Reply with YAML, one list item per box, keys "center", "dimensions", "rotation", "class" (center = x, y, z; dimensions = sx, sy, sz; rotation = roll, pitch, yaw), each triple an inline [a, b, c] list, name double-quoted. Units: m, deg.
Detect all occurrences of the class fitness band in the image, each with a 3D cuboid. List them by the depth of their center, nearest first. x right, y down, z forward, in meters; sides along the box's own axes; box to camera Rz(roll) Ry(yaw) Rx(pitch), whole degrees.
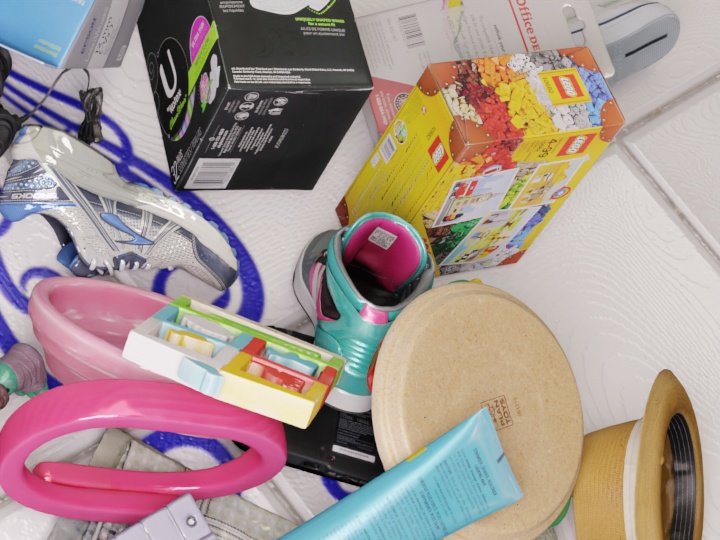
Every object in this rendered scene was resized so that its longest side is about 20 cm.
- center: [-0.146, 0.123, 1.560]
  dimensions: [0.199, 0.144, 0.038]
  rotation: [7, 57, -27]
  class: "fitness band"

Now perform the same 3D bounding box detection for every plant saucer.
- center: [-0.142, 0.065, 1.643]
  dimensions: [0.199, 0.051, 0.201]
  rotation: [20, 12, -4]
  class: "plant saucer"

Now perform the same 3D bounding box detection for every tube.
- center: [0.013, 0.172, 1.579]
  dimensions: [0.199, 0.078, 0.050]
  rotation: [-29, 33, -7]
  class: "tube"

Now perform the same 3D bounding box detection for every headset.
- center: [-0.292, -0.120, 1.750]
  dimensions: [0.198, 0.094, 0.124]
  rotation: [-4, 59, -10]
  class: "headset"

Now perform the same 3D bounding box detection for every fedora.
- center: [0.204, 0.169, 1.756]
  dimensions: [0.081, 0.201, 0.202]
  rotation: [-2, 50, 19]
  class: "fedora"

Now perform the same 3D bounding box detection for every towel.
- center: [-0.125, 0.219, 1.616]
  dimensions: [0.199, 0.035, 0.193]
  rotation: [27, 52, -7]
  class: "towel"

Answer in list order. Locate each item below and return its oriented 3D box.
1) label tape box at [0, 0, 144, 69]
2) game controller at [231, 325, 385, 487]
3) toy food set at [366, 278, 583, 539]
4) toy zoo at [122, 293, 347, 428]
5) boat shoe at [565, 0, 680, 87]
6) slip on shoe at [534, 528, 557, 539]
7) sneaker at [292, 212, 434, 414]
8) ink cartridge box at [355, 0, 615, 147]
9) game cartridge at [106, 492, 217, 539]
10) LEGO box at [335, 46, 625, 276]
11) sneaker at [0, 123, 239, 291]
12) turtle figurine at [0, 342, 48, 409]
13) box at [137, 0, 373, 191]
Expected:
- center: [-0.255, -0.205, 1.724]
  dimensions: [0.142, 0.067, 0.200]
  rotation: [24, 7, 7]
  class: "label tape box"
- center: [-0.004, 0.110, 1.751]
  dimensions: [0.199, 0.042, 0.105]
  rotation: [17, 68, -15]
  class: "game controller"
- center: [0.085, 0.107, 1.670]
  dimensions: [0.198, 0.049, 0.201]
  rotation: [-36, 101, -37]
  class: "toy food set"
- center: [-0.084, 0.061, 1.571]
  dimensions: [0.130, 0.021, 0.200]
  rotation: [21, 10, 3]
  class: "toy zoo"
- center: [0.186, -0.186, 2.024]
  dimensions: [0.199, 0.074, 0.067]
  rotation: [-22, 41, -33]
  class: "boat shoe"
- center: [0.066, 0.202, 1.704]
  dimensions: [0.199, 0.061, 0.075]
  rotation: [5, 75, -37]
  class: "slip on shoe"
- center: [0.000, 0.000, 1.735]
  dimensions: [0.083, 0.121, 0.201]
  rotation: [15, 32, -17]
  class: "sneaker"
- center: [0.098, -0.165, 1.910]
  dimensions: [0.198, 0.068, 0.117]
  rotation: [-14, 64, -5]
  class: "ink cartridge box"
- center: [-0.118, 0.265, 1.545]
  dimensions: [0.129, 0.038, 0.201]
  rotation: [-29, 87, -28]
  class: "game cartridge"
- center: [0.089, -0.079, 1.811]
  dimensions: [0.148, 0.200, 0.078]
  rotation: [-9, 63, -30]
  class: "LEGO box"
- center: [-0.183, -0.027, 1.732]
  dimensions: [0.199, 0.077, 0.086]
  rotation: [30, 78, -21]
  class: "sneaker"
- center: [-0.301, 0.106, 1.568]
  dimensions: [0.150, 0.101, 0.200]
  rotation: [41, 43, -1]
  class: "turtle figurine"
- center: [-0.090, -0.183, 1.824]
  dimensions: [0.123, 0.149, 0.201]
  rotation: [-1, 60, -24]
  class: "box"
